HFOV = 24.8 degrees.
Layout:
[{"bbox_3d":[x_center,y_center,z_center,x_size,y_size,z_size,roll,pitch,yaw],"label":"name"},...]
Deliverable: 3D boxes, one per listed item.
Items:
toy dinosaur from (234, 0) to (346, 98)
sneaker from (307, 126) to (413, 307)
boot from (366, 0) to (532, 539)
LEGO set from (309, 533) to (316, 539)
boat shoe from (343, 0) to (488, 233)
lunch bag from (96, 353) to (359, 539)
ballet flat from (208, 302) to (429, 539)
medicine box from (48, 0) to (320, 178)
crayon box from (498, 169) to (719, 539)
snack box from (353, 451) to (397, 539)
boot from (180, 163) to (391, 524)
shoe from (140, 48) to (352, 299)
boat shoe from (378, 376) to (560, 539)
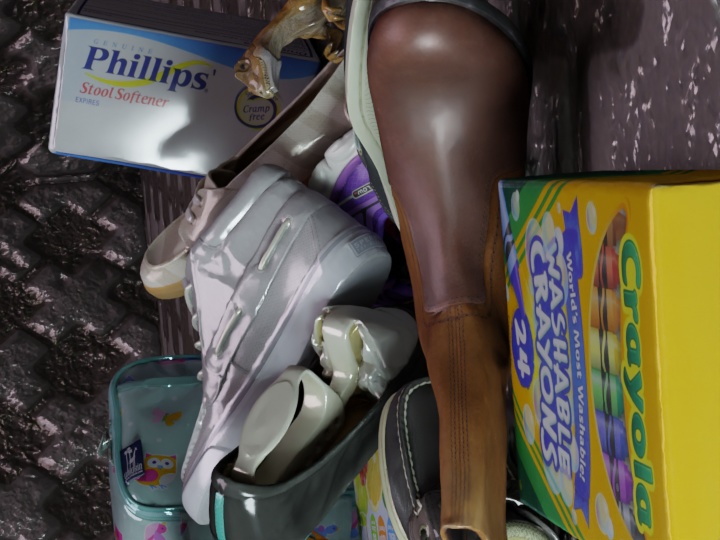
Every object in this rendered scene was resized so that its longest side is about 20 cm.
[{"bbox_3d":[-0.007,-0.166,0.939,0.200,0.106,0.061,-46,-60,-49],"label":"toy dinosaur"},{"bbox_3d":[0.000,0.000,0.943,0.084,0.080,0.201,53,147,24],"label":"sneaker"},{"bbox_3d":[0.033,0.013,0.657,0.189,0.068,0.201,84,-171,-58],"label":"boot"},{"bbox_3d":[-0.029,0.224,0.992,0.154,0.115,0.201,47,161,45],"label":"LEGO set"},{"bbox_3d":[0.020,-0.090,0.748,0.201,0.071,0.068,79,167,-56],"label":"boat shoe"},{"bbox_3d":[-0.078,0.120,1.104,0.161,0.198,0.078,-104,15,-47],"label":"lunch bag"},{"bbox_3d":[-0.009,0.065,0.837,0.200,0.068,0.069,-51,-43,-37],"label":"ballet flat"},{"bbox_3d":[-0.133,-0.140,1.234,0.200,0.181,0.104,-109,29,-74],"label":"medicine box"},{"bbox_3d":[0.098,0.031,0.539,0.200,0.051,0.127,-166,72,-78],"label":"crayon box"},{"bbox_3d":[0.040,0.161,0.894,0.200,0.053,0.144,142,121,-78],"label":"snack box"},{"bbox_3d":[-0.065,0.039,0.917,0.095,0.073,0.201,40,110,24],"label":"boot"},{"bbox_3d":[-0.059,-0.059,0.964,0.053,0.200,0.070,48,-168,-25],"label":"shoe"},{"bbox_3d":[0.062,0.130,0.738,0.066,0.071,0.202,112,146,-56],"label":"boat shoe"}]
